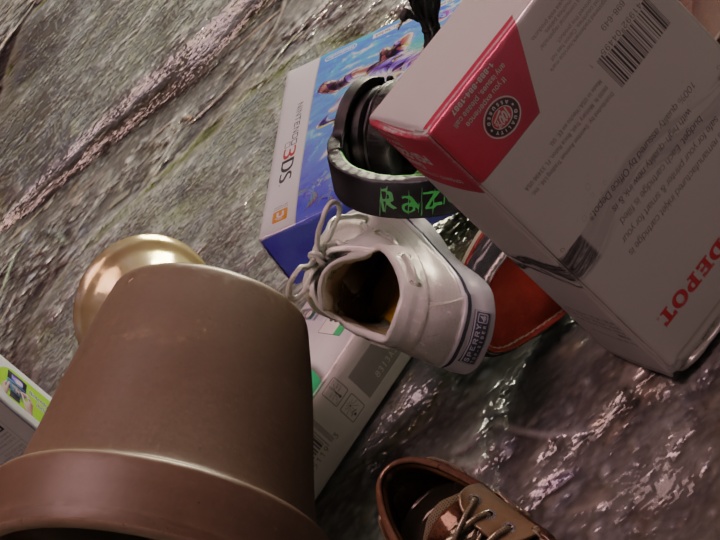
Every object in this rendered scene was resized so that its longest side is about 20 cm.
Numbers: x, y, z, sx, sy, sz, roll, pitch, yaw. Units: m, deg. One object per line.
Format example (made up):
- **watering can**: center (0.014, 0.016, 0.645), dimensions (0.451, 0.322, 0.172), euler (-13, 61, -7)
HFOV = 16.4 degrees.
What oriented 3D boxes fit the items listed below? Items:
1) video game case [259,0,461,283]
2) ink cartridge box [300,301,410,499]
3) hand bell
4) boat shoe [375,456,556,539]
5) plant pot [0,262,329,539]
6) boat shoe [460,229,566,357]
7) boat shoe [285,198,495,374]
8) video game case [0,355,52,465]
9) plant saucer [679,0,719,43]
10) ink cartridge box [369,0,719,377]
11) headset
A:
- **video game case**: center (0.036, -0.099, 1.598), dimensions (0.200, 0.045, 0.182), euler (-24, 35, 23)
- **ink cartridge box**: center (-0.064, 0.078, 1.551), dimensions (0.200, 0.050, 0.161), euler (7, 59, 56)
- **hand bell**: center (-0.101, 0.041, 1.587), dimensions (0.104, 0.104, 0.200), euler (-52, 26, -10)
- **boat shoe**: center (0.060, 0.146, 1.243), dimensions (0.076, 0.072, 0.200), euler (-51, 27, -7)
- **plant pot**: center (-0.098, 0.098, 1.372), dimensions (0.200, 0.200, 0.175), euler (-17, 51, 45)
- **boat shoe**: center (0.130, -0.026, 1.385), dimensions (0.200, 0.071, 0.063), euler (-45, 29, -5)
- **boat shoe**: center (-0.001, 0.005, 1.401), dimensions (0.202, 0.086, 0.075), euler (45, 118, 63)
- **video game case**: center (-0.234, 0.165, 1.533), dimensions (0.200, 0.181, 0.046), euler (-36, 27, 21)
- **plant saucer**: center (0.221, -0.207, 1.457), dimensions (0.200, 0.032, 0.201), euler (-164, 90, -77)
- **ink cartridge box**: center (0.127, -0.064, 1.288), dimensions (0.146, 0.200, 0.085), euler (-51, 23, -9)
- **headset**: center (0.043, -0.097, 1.433), dimensions (0.123, 0.094, 0.200), euler (-8, 25, 7)
